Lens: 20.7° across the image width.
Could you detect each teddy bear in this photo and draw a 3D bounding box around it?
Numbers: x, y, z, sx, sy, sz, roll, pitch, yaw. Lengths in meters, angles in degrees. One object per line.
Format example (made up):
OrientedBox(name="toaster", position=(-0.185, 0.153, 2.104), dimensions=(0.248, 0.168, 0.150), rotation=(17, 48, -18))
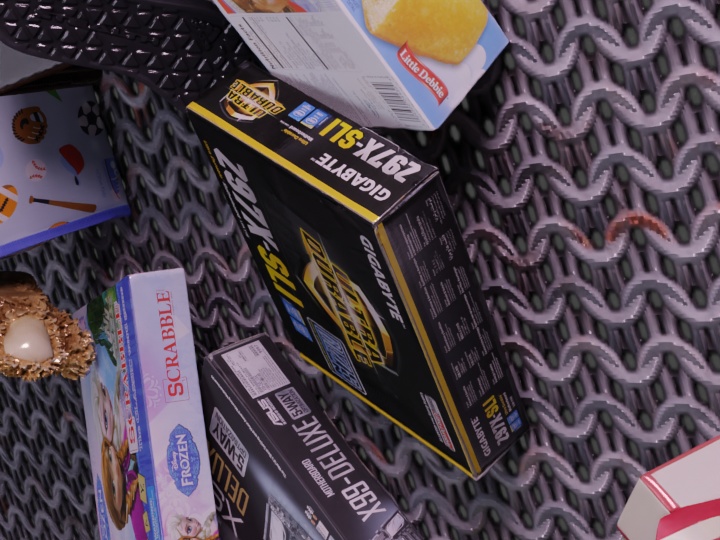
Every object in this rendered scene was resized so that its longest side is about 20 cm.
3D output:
OrientedBox(name="teddy bear", position=(-0.251, 0.046, 1.341), dimensions=(0.200, 0.144, 0.068), rotation=(-161, 71, -64))

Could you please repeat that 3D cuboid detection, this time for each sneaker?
OrientedBox(name="sneaker", position=(-0.121, -0.150, 1.120), dimensions=(0.083, 0.198, 0.072), rotation=(-95, 30, -55))

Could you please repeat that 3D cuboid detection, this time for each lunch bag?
OrientedBox(name="lunch bag", position=(-0.285, -0.084, 1.353), dimensions=(0.123, 0.199, 0.172), rotation=(-9, 102, 58))

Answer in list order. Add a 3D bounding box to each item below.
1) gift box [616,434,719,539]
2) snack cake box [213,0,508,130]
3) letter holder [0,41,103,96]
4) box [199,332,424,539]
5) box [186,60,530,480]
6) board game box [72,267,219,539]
OrientedBox(name="gift box", position=(0.192, 0.159, 0.768), dimensions=(0.184, 0.199, 0.188), rotation=(44, 140, 27))
OrientedBox(name="snack cake box", position=(-0.031, -0.163, 0.960), dimensions=(0.115, 0.067, 0.200), rotation=(11, 146, 55))
OrientedBox(name="letter holder", position=(-0.190, -0.223, 1.237), dimensions=(0.100, 0.142, 0.202), rotation=(-17, 90, 27))
OrientedBox(name="box", position=(-0.039, 0.165, 1.263), dimensions=(0.200, 0.049, 0.158), rotation=(51, 145, 27))
OrientedBox(name="box", position=(0.000, 0.000, 1.039), dimensions=(0.159, 0.049, 0.201), rotation=(35, 157, 42))
OrientedBox(name="board game box", position=(-0.147, 0.113, 1.330), dimensions=(0.199, 0.041, 0.202), rotation=(153, 110, -70))
